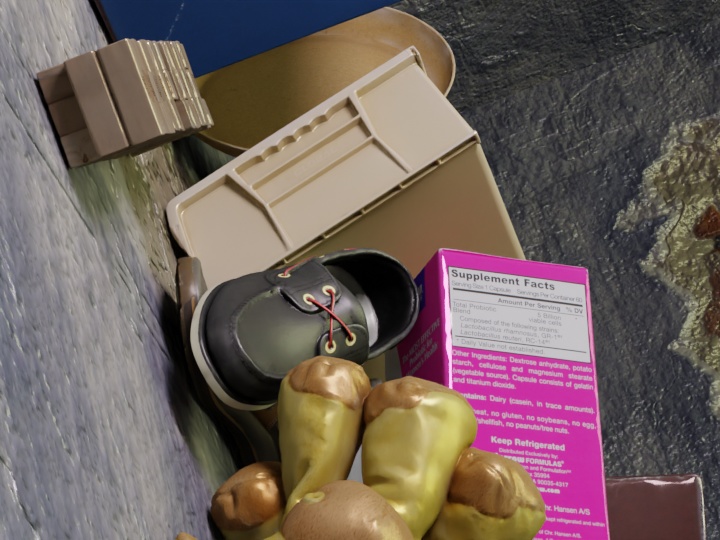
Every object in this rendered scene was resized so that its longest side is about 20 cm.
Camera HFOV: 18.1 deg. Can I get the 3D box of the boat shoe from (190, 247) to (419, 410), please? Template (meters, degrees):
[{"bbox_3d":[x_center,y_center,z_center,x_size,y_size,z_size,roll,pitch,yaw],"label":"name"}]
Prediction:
[{"bbox_3d":[-0.030,0.027,1.263,0.201,0.063,0.074,-18,85,-64],"label":"boat shoe"}]

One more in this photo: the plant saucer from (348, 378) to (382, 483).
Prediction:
[{"bbox_3d":[-0.007,0.166,1.363,0.200,0.050,0.200,-3,90,-89],"label":"plant saucer"}]

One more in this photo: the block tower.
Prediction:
[{"bbox_3d":[-0.126,-0.093,1.237,0.200,0.054,0.058,-43,113,-85],"label":"block tower"}]

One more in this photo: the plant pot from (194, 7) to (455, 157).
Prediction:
[{"bbox_3d":[-0.034,-0.126,1.562,0.200,0.200,0.028,-103,-173,-52],"label":"plant pot"}]

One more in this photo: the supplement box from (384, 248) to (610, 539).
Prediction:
[{"bbox_3d":[0.078,0.101,1.332,0.101,0.103,0.200,127,-33,-56],"label":"supplement box"}]

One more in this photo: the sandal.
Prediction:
[{"bbox_3d":[-0.061,0.063,1.314,0.082,0.055,0.200,-103,172,-50],"label":"sandal"}]

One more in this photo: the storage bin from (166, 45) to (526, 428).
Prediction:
[{"bbox_3d":[0.000,0.000,1.441,0.094,0.198,0.200,52,-8,41],"label":"storage bin"}]

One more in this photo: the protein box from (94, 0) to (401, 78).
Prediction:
[{"bbox_3d":[-0.079,-0.242,1.465,0.200,0.198,0.135,-102,170,-59],"label":"protein box"}]

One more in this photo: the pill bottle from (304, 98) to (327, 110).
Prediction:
[{"bbox_3d":[-0.026,-0.054,1.663,0.200,0.112,0.112,140,-69,-77],"label":"pill bottle"}]

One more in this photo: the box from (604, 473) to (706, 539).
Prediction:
[{"bbox_3d":[0.120,0.231,1.476,0.166,0.200,0.164,84,4,-72],"label":"box"}]

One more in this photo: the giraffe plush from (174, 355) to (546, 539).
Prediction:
[{"bbox_3d":[-0.016,0.151,1.127,0.162,0.172,0.200,-1,106,-74],"label":"giraffe plush"}]
